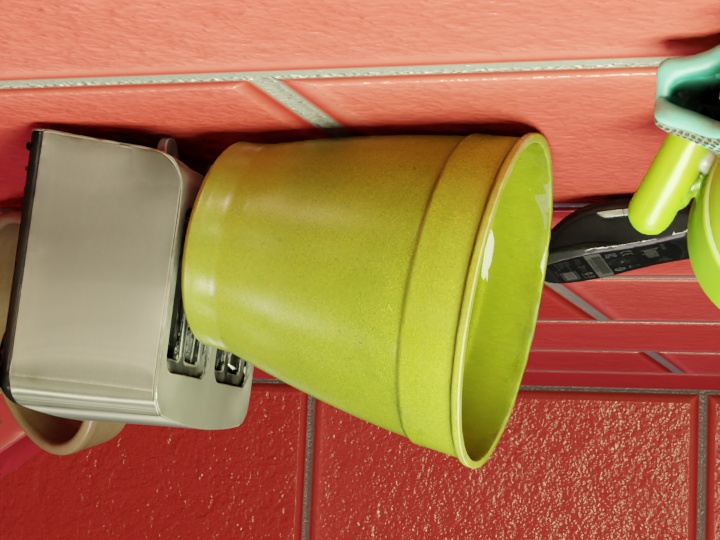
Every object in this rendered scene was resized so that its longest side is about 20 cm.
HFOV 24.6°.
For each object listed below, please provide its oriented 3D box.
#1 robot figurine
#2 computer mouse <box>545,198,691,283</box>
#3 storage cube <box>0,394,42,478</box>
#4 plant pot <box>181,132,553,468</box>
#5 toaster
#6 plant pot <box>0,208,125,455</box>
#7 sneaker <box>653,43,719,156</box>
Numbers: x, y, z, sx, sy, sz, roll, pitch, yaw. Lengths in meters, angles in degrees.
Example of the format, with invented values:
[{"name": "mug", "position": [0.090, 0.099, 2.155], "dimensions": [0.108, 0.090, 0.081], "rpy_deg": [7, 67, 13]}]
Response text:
[{"name": "robot figurine", "position": [0.242, -0.027, 0.908], "dimensions": [0.175, 0.116, 0.200], "rpy_deg": [32, 177, 8]}, {"name": "computer mouse", "position": [0.225, -0.027, 1.205], "dimensions": [0.198, 0.047, 0.140], "rpy_deg": [-13, 163, 22]}, {"name": "storage cube", "position": [-0.436, 0.135, 1.905], "dimensions": [0.179, 0.201, 0.171], "rpy_deg": [-34, 172, -3]}, {"name": "plant pot", "position": [0.000, 0.000, 1.010], "dimensions": [0.191, 0.203, 0.200], "rpy_deg": [12, 175, 16]}, {"name": "toaster", "position": [-0.148, 0.018, 1.080], "dimensions": [0.117, 0.202, 0.181], "rpy_deg": [5, 173, 17]}, {"name": "plant pot", "position": [-0.197, 0.035, 1.363], "dimensions": [0.173, 0.203, 0.199], "rpy_deg": [-14, -176, -38]}, {"name": "sneaker", "position": [0.201, -0.078, 0.717], "dimensions": [0.090, 0.079, 0.200], "rpy_deg": [10, 168, -25]}]
